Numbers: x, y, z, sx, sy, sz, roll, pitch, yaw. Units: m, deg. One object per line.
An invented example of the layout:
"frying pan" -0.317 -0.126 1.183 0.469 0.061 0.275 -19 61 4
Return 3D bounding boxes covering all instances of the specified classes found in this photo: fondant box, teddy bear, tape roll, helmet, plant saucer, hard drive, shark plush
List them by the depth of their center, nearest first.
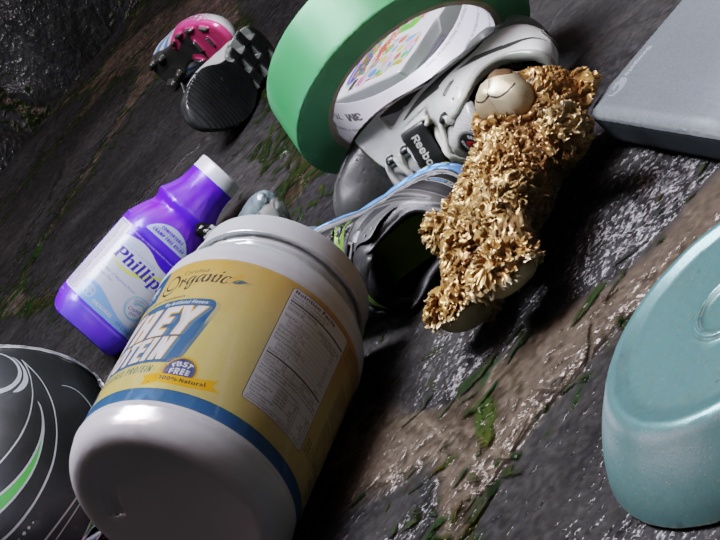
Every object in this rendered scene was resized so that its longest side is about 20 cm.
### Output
"plant saucer" 0.177 0.025 0.815 0.200 0.036 0.201 -42 20 18
"hard drive" 0.223 -0.126 1.025 0.140 0.033 0.200 -50 18 -5
"teddy bear" 0.084 -0.051 1.087 0.202 0.066 0.145 -66 10 -18
"helmet" -0.255 0.169 1.253 0.199 0.199 0.192 -34 48 35
"tape roll" 0.029 -0.155 1.301 0.199 0.048 0.201 -28 -27 -15
"shark plush" -0.096 -0.018 1.446 0.091 0.083 0.199 -53 19 -17
"fondant box" 0.034 -0.178 1.524 0.145 0.058 0.199 -56 19 -25

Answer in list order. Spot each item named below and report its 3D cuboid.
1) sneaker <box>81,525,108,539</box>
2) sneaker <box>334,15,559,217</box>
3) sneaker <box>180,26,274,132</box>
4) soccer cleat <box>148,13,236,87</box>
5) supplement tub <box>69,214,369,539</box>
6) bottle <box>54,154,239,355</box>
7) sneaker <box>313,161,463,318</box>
"sneaker" -0.183 0.222 1.167 0.200 0.075 0.081 -49 18 -1
"sneaker" 0.058 -0.095 1.249 0.200 0.074 0.089 -46 16 9
"sneaker" -0.160 -0.191 1.976 0.088 0.074 0.200 -36 12 31
"soccer cleat" -0.208 -0.303 2.308 0.199 0.070 0.087 -19 34 57
"supplement tub" -0.081 0.076 1.120 0.144 0.145 0.201 -31 25 41
"bottle" -0.195 -0.018 1.673 0.200 0.083 0.065 -48 18 -4
"sneaker" 0.001 0.000 1.210 0.199 0.071 0.083 -35 15 26
